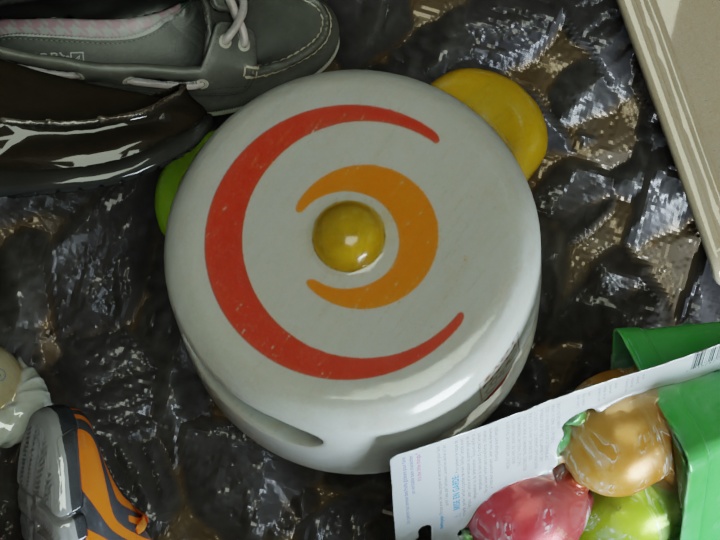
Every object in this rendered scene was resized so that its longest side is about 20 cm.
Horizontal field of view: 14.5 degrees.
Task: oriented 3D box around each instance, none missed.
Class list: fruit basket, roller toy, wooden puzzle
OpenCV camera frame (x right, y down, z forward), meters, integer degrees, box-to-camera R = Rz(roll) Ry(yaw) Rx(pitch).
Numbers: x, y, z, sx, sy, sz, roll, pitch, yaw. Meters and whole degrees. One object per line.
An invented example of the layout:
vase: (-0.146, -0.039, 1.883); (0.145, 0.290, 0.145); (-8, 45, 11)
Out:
fruit basket: (0.108, 0.100, 1.428); (0.200, 0.185, 0.094); (-15, 58, -6)
roller toy: (0.000, 0.000, 1.390); (0.200, 0.140, 0.183); (-7, 74, 1)
wooden puzzle: (0.241, -0.112, 1.515); (0.185, 0.037, 0.200); (-20, 98, -10)

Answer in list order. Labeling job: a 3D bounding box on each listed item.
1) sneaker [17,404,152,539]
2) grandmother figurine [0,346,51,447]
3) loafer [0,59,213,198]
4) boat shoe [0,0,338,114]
sneaker: (-0.105, 0.151, 1.422); (0.112, 0.078, 0.200); (-15, 113, -17)
grandmother figurine: (-0.231, 0.009, 1.413); (0.121, 0.061, 0.200); (-40, 94, 0)
loafer: (-0.171, -0.071, 1.356); (0.200, 0.073, 0.071); (-9, 97, -6)
boat shoe: (-0.106, -0.117, 1.422); (0.200, 0.057, 0.067); (-5, 70, -10)
